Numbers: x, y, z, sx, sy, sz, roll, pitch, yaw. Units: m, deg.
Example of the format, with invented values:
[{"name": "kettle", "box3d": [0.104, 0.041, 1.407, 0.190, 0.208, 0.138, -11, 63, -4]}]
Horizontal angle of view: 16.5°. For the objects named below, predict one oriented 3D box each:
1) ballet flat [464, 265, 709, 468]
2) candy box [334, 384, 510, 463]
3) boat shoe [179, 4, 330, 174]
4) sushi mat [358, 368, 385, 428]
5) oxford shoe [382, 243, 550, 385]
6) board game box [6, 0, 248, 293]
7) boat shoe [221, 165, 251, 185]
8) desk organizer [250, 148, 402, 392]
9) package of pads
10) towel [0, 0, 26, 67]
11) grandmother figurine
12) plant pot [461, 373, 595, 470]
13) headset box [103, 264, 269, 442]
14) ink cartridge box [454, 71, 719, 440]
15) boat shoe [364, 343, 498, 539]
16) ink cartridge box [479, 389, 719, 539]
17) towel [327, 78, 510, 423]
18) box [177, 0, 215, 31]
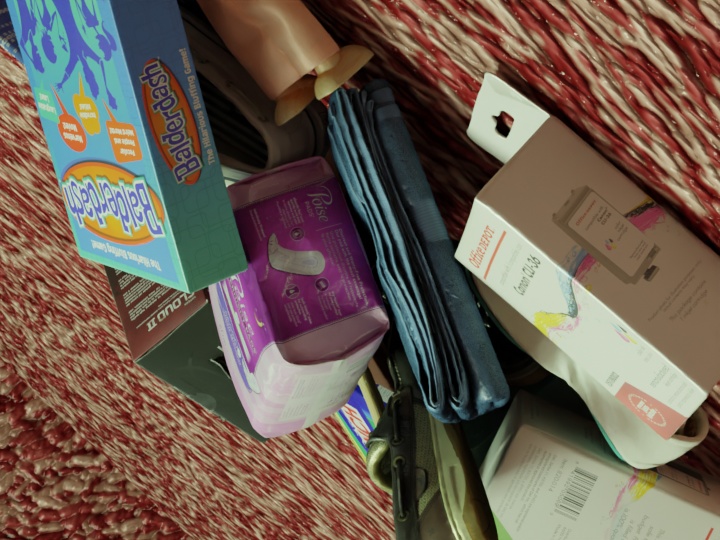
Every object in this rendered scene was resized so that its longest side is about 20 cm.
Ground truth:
[{"name": "ballet flat", "box3d": [0.140, 0.040, 1.455, 0.200, 0.070, 0.069, 49, 165, -29]}, {"name": "candy box", "box3d": [0.064, 0.121, 1.836, 0.200, 0.077, 0.169, 31, 162, 43]}, {"name": "boat shoe", "box3d": [-0.110, -0.114, 1.500, 0.199, 0.067, 0.074, 23, 114, 27]}, {"name": "sushi mat", "box3d": [0.025, 0.129, 1.629, 0.201, 0.012, 0.096, -111, -2, -46]}, {"name": "oxford shoe", "box3d": [0.087, 0.038, 1.568, 0.084, 0.073, 0.200, 46, 178, -21]}, {"name": "board game box", "box3d": [-0.141, -0.096, 1.440, 0.152, 0.045, 0.202, 14, 124, 58]}, {"name": "boat shoe", "box3d": [-0.046, -0.007, 1.743, 0.074, 0.063, 0.200, 17, 160, 38]}, {"name": "desk organizer", "box3d": [0.000, 0.000, 1.682, 0.077, 0.072, 0.200, 26, 158, 42]}, {"name": "package of pads", "box3d": [-0.042, 0.021, 1.513, 0.200, 0.075, 0.121, 116, 134, -73]}, {"name": "towel", "box3d": [-0.159, -0.139, 1.612, 0.200, 0.144, 0.024, 40, 127, 17]}, {"name": "grandmother figurine", "box3d": [-0.085, -0.179, 1.418, 0.121, 0.061, 0.201, -31, 103, 29]}, {"name": "plant pot", "box3d": [0.130, 0.160, 1.668, 0.141, 0.141, 0.201, 16, 141, 60]}, {"name": "headset box", "box3d": [-0.109, 0.020, 1.793, 0.149, 0.077, 0.201, 36, -159, -43]}, {"name": "ink cartridge box", "box3d": [0.119, -0.007, 1.344, 0.200, 0.068, 0.117, 41, 165, 8]}, {"name": "boat shoe", "box3d": [0.033, 0.109, 1.516, 0.200, 0.064, 0.074, -106, -5, -61]}, {"name": "ink cartridge box", "box3d": [0.164, 0.172, 1.547, 0.199, 0.118, 0.067, 25, -164, -4]}, {"name": "towel", "box3d": [0.030, -0.007, 1.448, 0.112, 0.048, 0.201, 64, -175, -82]}, {"name": "box", "box3d": [-0.122, -0.197, 1.534, 0.199, 0.032, 0.121, 30, 160, 40]}]
